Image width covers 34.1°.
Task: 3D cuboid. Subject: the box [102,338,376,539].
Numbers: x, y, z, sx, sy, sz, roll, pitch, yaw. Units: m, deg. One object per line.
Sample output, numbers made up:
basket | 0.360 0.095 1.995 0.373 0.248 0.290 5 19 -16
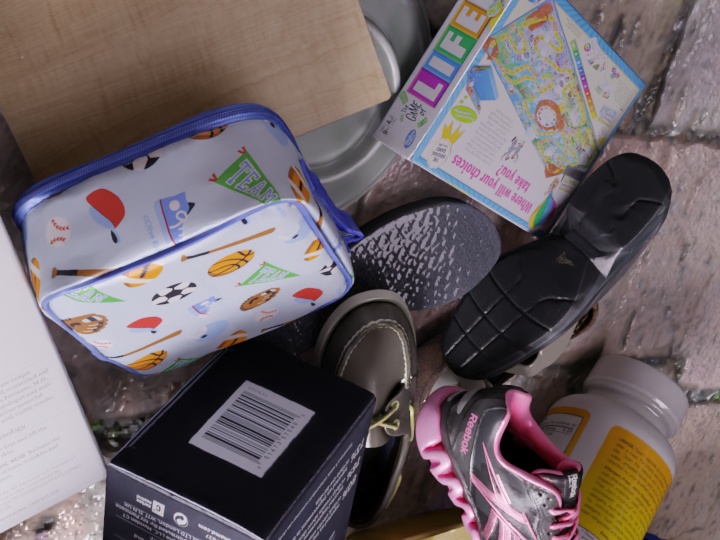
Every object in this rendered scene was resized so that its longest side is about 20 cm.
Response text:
box | -0.079 0.168 0.729 0.148 0.104 0.200 -47 155 -52

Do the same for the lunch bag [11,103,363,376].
lunch bag | -0.084 -0.012 0.641 0.160 0.076 0.200 -24 163 2

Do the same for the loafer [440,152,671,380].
loafer | 0.144 0.008 0.830 0.200 0.073 0.072 -41 153 7

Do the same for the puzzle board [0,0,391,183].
puzzle board | -0.099 -0.125 0.627 0.199 0.017 0.151 -23 112 -5

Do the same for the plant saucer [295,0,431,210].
plant saucer | -0.032 -0.107 0.701 0.200 0.050 0.201 -16 124 -25

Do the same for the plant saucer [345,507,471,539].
plant saucer | 0.010 0.265 0.904 0.200 0.048 0.200 8 112 -61

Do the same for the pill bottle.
pill bottle | 0.181 0.171 0.932 0.200 0.113 0.113 -56 134 -22

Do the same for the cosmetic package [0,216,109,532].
cosmetic package | -0.213 0.028 0.619 0.081 0.113 0.200 -27 126 -18

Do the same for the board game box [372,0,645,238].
board game box | 0.105 -0.106 0.767 0.135 0.034 0.200 -57 146 6

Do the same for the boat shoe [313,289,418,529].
boat shoe | 0.005 0.098 0.799 0.072 0.060 0.202 -5 135 -13

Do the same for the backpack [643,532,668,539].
backpack | 0.244 0.322 1.049 0.199 0.162 0.168 -18 120 -23

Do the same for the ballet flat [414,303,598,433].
ballet flat | 0.095 0.067 0.870 0.200 0.067 0.068 -38 130 -9

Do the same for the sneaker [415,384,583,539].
sneaker | 0.118 0.163 0.791 0.079 0.095 0.200 -35 97 -45

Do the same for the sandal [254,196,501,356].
sandal | -0.001 0.000 0.794 0.200 0.043 0.076 -20 118 -11
